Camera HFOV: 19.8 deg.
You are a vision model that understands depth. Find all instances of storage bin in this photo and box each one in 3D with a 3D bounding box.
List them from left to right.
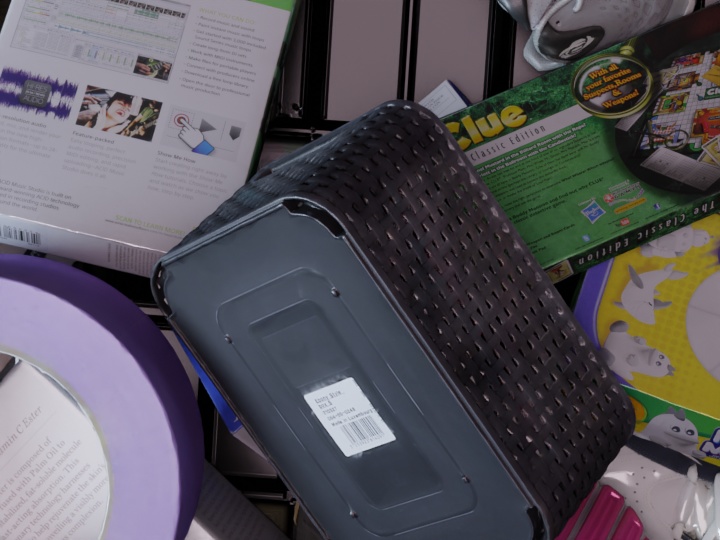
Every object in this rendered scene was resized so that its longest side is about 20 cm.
[{"bbox_3d":[0.015,0.039,0.959,0.135,0.094,0.200,-24,105,45],"label":"storage bin"}]

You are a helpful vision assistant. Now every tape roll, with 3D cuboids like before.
[{"bbox_3d":[-0.179,0.095,0.996,0.199,0.085,0.201,0,96,4],"label":"tape roll"}]

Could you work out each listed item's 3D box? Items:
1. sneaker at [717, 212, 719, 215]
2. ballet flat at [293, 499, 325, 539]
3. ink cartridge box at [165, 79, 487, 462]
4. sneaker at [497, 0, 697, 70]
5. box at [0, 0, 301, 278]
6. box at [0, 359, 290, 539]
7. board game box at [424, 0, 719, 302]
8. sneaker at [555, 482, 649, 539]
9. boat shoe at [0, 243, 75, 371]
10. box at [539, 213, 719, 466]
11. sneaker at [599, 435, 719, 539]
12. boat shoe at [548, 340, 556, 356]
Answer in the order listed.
[{"bbox_3d":[0.217,-0.085,1.070,0.201,0.067,0.108,-31,94,9],"label":"sneaker"},{"bbox_3d":[0.013,0.175,1.078,0.066,0.057,0.200,-14,120,14],"label":"ballet flat"},{"bbox_3d":[0.000,0.000,1.082,0.200,0.044,0.094,-40,50,7],"label":"ink cartridge box"},{"bbox_3d":[0.120,-0.163,1.000,0.115,0.200,0.075,-23,59,-22],"label":"sneaker"},{"bbox_3d":[-0.116,-0.096,1.058,0.144,0.036,0.200,14,64,0],"label":"box"},{"bbox_3d":[-0.145,0.157,1.098,0.200,0.106,0.152,44,97,-1],"label":"box"},{"bbox_3d":[0.137,-0.065,1.019,0.200,0.023,0.105,-23,62,-7],"label":"board game box"},{"bbox_3d":[0.072,0.137,1.089,0.200,0.088,0.081,37,63,14],"label":"sneaker"},{"bbox_3d":[-0.188,-0.033,1.103,0.200,0.093,0.075,-52,133,-20],"label":"boat shoe"},{"bbox_3d":[0.200,0.043,1.010,0.199,0.048,0.118,20,59,2],"label":"box"},{"bbox_3d":[0.203,0.132,1.058,0.199,0.130,0.080,22,95,2],"label":"sneaker"},{"bbox_3d":[0.198,0.052,1.070,0.199,0.068,0.072,0,139,3],"label":"boat shoe"}]
